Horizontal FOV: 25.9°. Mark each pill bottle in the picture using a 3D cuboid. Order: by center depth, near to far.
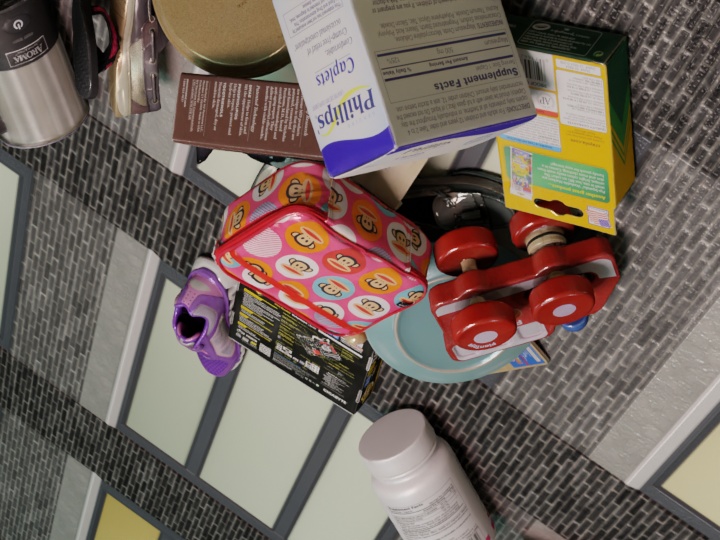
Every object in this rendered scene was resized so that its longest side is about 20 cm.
[{"bbox_3d":[0.082,0.279,1.975,0.113,0.114,0.201,-2,127,42],"label":"pill bottle"}]

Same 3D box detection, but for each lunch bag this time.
[{"bbox_3d":[-0.045,-0.015,1.586,0.199,0.083,0.176,32,139,-31],"label":"lunch bag"}]

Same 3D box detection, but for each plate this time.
[{"bbox_3d":[0.102,0.052,1.695,0.198,0.026,0.202,-2,127,-3],"label":"plate"}]

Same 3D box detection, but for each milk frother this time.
[{"bbox_3d":[-0.437,-0.267,1.849,0.201,0.179,0.189,-114,9,-49],"label":"milk frother"}]

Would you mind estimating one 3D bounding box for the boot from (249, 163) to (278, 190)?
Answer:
[{"bbox_3d":[-0.060,-0.045,1.787,0.153,0.074,0.204,33,145,3],"label":"boot"}]

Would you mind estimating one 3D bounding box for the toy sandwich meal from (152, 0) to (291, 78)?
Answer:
[{"bbox_3d":[-0.122,-0.286,1.552,0.203,0.070,0.207,3,101,14],"label":"toy sandwich meal"}]

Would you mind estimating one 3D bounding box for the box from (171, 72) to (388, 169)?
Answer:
[{"bbox_3d":[-0.074,-0.146,1.523,0.198,0.100,0.076,10,93,27],"label":"box"}]

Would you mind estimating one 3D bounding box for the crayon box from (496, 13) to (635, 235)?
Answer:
[{"bbox_3d":[0.191,-0.138,1.482,0.125,0.052,0.201,16,138,29],"label":"crayon box"}]

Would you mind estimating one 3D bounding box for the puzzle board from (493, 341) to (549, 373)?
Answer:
[{"bbox_3d":[0.102,0.049,1.764,0.150,0.017,0.200,-14,131,42],"label":"puzzle board"}]

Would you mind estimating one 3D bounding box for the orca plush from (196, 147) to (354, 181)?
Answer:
[{"bbox_3d":[-0.080,-0.115,1.665,0.071,0.198,0.106,112,146,-43],"label":"orca plush"}]

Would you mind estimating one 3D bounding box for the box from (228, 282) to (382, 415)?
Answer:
[{"bbox_3d":[-0.065,0.073,1.938,0.199,0.049,0.160,30,141,12],"label":"box"}]

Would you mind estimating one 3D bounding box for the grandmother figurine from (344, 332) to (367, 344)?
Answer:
[{"bbox_3d":[0.000,0.000,1.702,0.120,0.061,0.201,-8,138,-3],"label":"grandmother figurine"}]

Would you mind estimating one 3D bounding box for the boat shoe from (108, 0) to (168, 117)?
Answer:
[{"bbox_3d":[-0.240,-0.261,1.717,0.072,0.064,0.202,-121,33,-52],"label":"boat shoe"}]

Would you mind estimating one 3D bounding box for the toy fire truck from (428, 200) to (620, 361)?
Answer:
[{"bbox_3d":[0.169,0.026,1.612,0.198,0.113,0.168,-18,151,9],"label":"toy fire truck"}]

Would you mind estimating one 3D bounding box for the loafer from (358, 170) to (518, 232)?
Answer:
[{"bbox_3d":[0.080,-0.064,1.648,0.199,0.063,0.072,10,134,34],"label":"loafer"}]

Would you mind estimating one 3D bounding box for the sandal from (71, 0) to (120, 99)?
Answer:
[{"bbox_3d":[-0.287,-0.254,1.701,0.045,0.201,0.076,6,124,-17],"label":"sandal"}]

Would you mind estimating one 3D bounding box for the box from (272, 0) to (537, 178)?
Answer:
[{"bbox_3d":[0.036,-0.201,1.382,0.105,0.183,0.202,-21,86,50],"label":"box"}]

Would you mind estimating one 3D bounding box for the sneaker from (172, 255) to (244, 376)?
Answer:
[{"bbox_3d":[-0.205,0.076,2.030,0.080,0.089,0.201,22,142,19],"label":"sneaker"}]

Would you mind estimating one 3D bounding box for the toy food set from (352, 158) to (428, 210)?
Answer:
[{"bbox_3d":[0.026,-0.169,1.564,0.143,0.060,0.200,39,133,5],"label":"toy food set"}]
